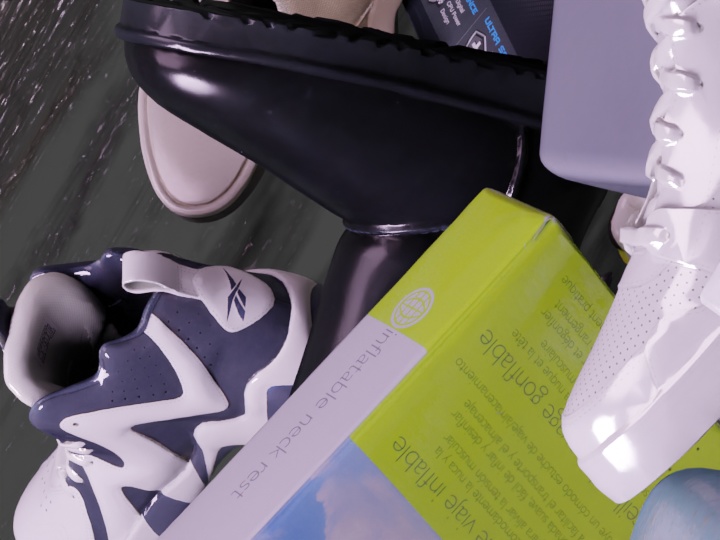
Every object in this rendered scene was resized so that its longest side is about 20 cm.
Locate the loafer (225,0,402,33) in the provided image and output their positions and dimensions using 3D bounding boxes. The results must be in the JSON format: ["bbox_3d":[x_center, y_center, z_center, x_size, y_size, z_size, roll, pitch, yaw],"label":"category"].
[{"bbox_3d":[-0.022,-0.111,1.149,0.200,0.067,0.076,101,156,-69],"label":"loafer"}]

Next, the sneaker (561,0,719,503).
[{"bbox_3d":[0.086,-0.049,0.765,0.200,0.116,0.074,-55,5,-4],"label":"sneaker"}]

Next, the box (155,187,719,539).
[{"bbox_3d":[0.017,0.088,0.949,0.200,0.122,0.048,-46,31,-9],"label":"box"}]

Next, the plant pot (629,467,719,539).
[{"bbox_3d":[0.135,0.152,0.730,0.200,0.196,0.196,-127,53,-68],"label":"plant pot"}]

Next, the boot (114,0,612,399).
[{"bbox_3d":[-0.001,0.000,1.003,0.073,0.198,0.163,-147,69,-67],"label":"boot"}]

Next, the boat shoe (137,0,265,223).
[{"bbox_3d":[-0.059,-0.103,1.296,0.067,0.057,0.200,-8,62,12],"label":"boat shoe"}]

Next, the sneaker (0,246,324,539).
[{"bbox_3d":[-0.111,0.051,1.195,0.199,0.129,0.080,-32,46,41],"label":"sneaker"}]

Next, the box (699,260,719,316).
[{"bbox_3d":[0.214,-0.033,0.706,0.131,0.200,0.199,35,99,29],"label":"box"}]

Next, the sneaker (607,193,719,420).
[{"bbox_3d":[0.136,0.037,0.910,0.075,0.076,0.200,-57,36,11],"label":"sneaker"}]

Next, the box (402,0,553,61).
[{"bbox_3d":[0.084,-0.137,1.113,0.159,0.046,0.200,-48,37,24],"label":"box"}]

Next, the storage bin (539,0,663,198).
[{"bbox_3d":[0.151,-0.077,0.869,0.145,0.200,0.135,7,88,55],"label":"storage bin"}]
